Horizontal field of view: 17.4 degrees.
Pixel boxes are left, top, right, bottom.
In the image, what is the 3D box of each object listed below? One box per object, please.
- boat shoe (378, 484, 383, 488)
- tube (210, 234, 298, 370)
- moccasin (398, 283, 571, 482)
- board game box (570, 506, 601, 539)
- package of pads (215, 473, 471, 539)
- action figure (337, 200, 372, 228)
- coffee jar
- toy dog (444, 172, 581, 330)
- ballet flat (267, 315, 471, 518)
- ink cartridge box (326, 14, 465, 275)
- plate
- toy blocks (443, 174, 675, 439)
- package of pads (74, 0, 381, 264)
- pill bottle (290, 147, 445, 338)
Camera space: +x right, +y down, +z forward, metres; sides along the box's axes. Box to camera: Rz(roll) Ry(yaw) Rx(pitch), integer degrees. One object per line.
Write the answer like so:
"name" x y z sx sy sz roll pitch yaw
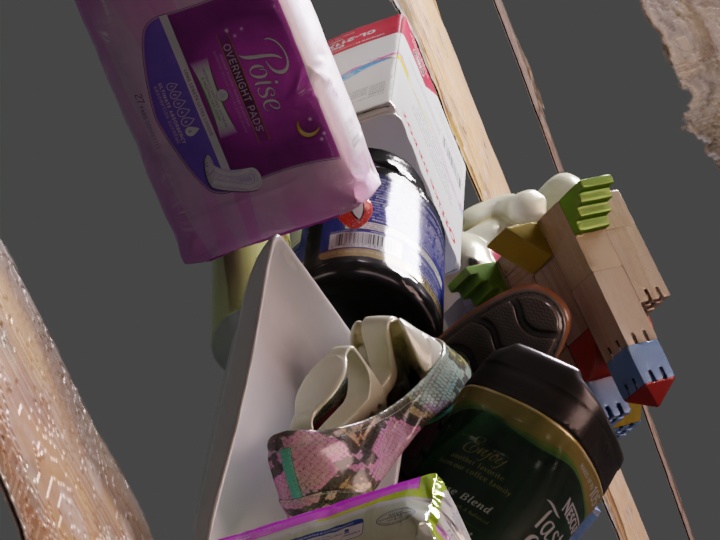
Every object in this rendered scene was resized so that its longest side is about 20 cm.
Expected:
"boat shoe" -0.006 0.186 1.402 0.073 0.062 0.201 -35 101 -34
"tube" -0.065 -0.010 1.412 0.200 0.052 0.058 -96 -168 -60
"moccasin" 0.063 0.091 1.436 0.074 0.202 0.078 35 20 15
"board game box" 0.073 0.100 1.610 0.151 0.037 0.200 37 6 -19
"package of pads" 0.006 0.210 1.148 0.068 0.154 0.201 -76 147 -68
"action figure" -0.059 -0.101 1.428 0.200 0.052 0.066 51 24 -19
"coffee jar" 0.062 0.142 1.272 0.200 0.085 0.104 -55 146 -18
"toy dog" 0.099 0.010 1.888 0.200 0.193 0.140 -7 73 -56
"ballet flat" 0.006 0.068 1.280 0.200 0.069 0.071 -43 119 -57
"ink cartridge box" 0.018 -0.090 1.808 0.200 0.082 0.146 -81 151 -65
"plate" -0.035 0.115 1.291 0.200 0.032 0.200 55 37 -48
"toy blocks" 0.132 0.049 1.469 0.100 0.200 0.137 -11 68 -34
"package of pads" -0.078 -0.116 1.326 0.076 0.120 0.201 -72 142 -70
"pill bottle" 0.000 0.000 1.530 0.200 0.111 0.112 -84 153 -62
